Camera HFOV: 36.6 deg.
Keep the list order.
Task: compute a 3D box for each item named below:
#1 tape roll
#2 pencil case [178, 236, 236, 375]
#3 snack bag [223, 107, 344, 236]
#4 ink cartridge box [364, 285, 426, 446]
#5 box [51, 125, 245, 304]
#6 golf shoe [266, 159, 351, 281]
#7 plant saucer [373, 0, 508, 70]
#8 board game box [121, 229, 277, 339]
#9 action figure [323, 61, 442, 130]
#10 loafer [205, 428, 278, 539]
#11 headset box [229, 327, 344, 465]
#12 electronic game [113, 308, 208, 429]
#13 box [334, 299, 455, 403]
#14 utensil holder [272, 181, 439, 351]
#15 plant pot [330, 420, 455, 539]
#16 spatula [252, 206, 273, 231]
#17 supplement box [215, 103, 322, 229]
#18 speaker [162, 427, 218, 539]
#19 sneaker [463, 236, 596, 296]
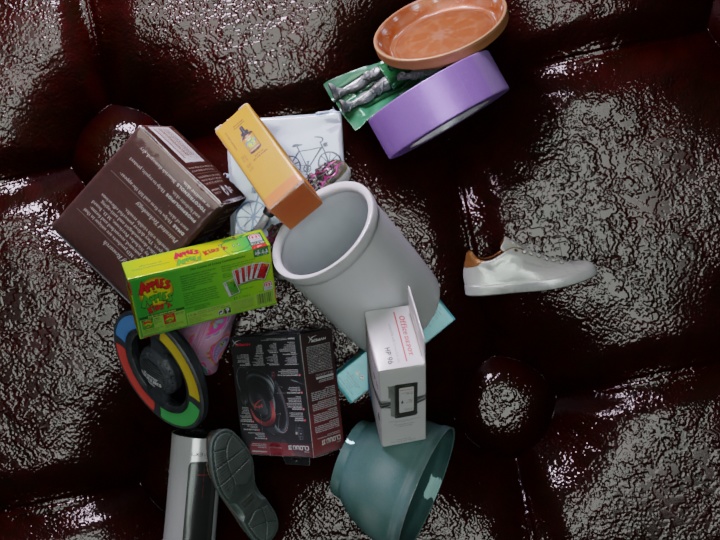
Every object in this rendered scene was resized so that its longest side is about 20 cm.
[{"bbox_3d":[0.112,-0.237,1.568,0.200,0.200,0.066,-29,90,2],"label":"tape roll"},{"bbox_3d":[-0.223,0.054,1.619,0.087,0.087,0.201,22,108,0],"label":"pencil case"},{"bbox_3d":[-0.114,-0.141,1.662,0.188,0.021,0.201,-4,95,2],"label":"snack bag"},{"bbox_3d":[0.048,0.131,1.495,0.068,0.116,0.200,-8,133,-6],"label":"ink cartridge box"},{"bbox_3d":[-0.303,-0.086,1.588,0.164,0.166,0.200,43,100,-1],"label":"box"},{"bbox_3d":[-0.071,-0.073,1.629,0.092,0.073,0.200,34,94,-30],"label":"golf shoe"},{"bbox_3d":[0.118,-0.347,1.583,0.200,0.201,0.032,-20,126,2],"label":"plant saucer"},{"bbox_3d":[-0.222,0.018,1.519,0.199,0.048,0.102,-15,125,-15],"label":"board game box"},{"bbox_3d":[0.053,-0.297,1.632,0.200,0.055,0.118,-28,57,-6],"label":"action figure"},{"bbox_3d":[-0.190,0.323,1.631,0.072,0.063,0.201,-35,114,-33],"label":"loafer"},{"bbox_3d":[-0.108,0.190,1.613,0.148,0.075,0.201,-6,91,40],"label":"headset box"},{"bbox_3d":[-0.296,0.146,1.607,0.042,0.200,0.200,-35,91,-38],"label":"electronic game"},{"bbox_3d":[0.049,0.114,1.638,0.200,0.082,0.049,-39,91,2],"label":"box"},{"bbox_3d":[0.000,0.000,1.556,0.170,0.170,0.200,-42,127,2],"label":"utensil holder"},{"bbox_3d":[0.038,0.299,1.600,0.134,0.200,0.201,20,92,17],"label":"plant pot"},{"bbox_3d":[-0.148,-0.071,1.645,0.056,0.021,0.200,33,98,-3],"label":"spatula"},{"bbox_3d":[-0.134,-0.152,1.565,0.066,0.069,0.200,-39,54,5],"label":"supplement box"},{"bbox_3d":[-0.254,0.342,1.653,0.081,0.081,0.201,6,91,1],"label":"speaker"},{"bbox_3d":[0.253,-0.012,1.635,0.199,0.073,0.085,-6,94,3],"label":"sneaker"}]
